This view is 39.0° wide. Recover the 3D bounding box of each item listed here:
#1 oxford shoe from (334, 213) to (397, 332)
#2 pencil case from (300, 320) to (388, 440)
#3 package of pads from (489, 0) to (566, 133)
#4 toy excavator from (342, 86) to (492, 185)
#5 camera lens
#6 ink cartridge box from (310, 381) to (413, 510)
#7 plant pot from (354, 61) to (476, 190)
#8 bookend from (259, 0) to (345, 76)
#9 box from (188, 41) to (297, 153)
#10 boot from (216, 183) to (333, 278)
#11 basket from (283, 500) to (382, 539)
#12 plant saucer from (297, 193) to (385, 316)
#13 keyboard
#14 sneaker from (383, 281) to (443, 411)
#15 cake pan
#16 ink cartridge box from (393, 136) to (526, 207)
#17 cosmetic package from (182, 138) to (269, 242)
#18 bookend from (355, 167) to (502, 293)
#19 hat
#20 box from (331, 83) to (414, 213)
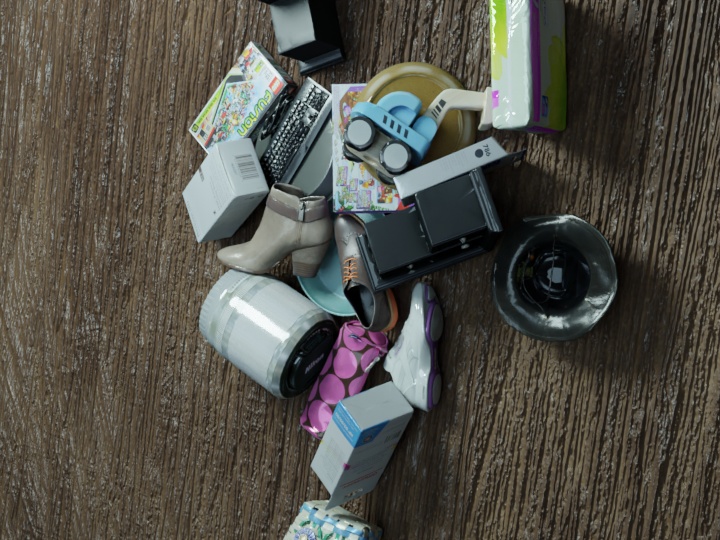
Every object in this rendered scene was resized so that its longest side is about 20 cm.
[{"bbox_3d":[0.000,0.000,1.609,0.070,0.072,0.203,-28,77,27],"label":"oxford shoe"},{"bbox_3d":[-0.026,0.185,1.664,0.093,0.090,0.203,36,112,33],"label":"pencil case"},{"bbox_3d":[0.243,-0.301,1.454,0.067,0.154,0.205,1,94,31],"label":"package of pads"},{"bbox_3d":[0.090,-0.223,1.520,0.193,0.100,0.202,32,83,2],"label":"toy excavator"},{"bbox_3d":[-0.150,0.102,1.689,0.198,0.159,0.162,32,107,24],"label":"camera lens"},{"bbox_3d":[-0.005,0.281,1.619,0.068,0.114,0.202,48,133,30],"label":"ink cartridge box"},{"bbox_3d":[0.082,-0.224,1.575,0.195,0.027,0.205,0,89,5],"label":"plant pot"},{"bbox_3d":[-0.123,-0.435,1.628,0.091,0.198,0.204,-13,87,26],"label":"bookend"},{"bbox_3d":[-0.207,-0.284,1.776,0.110,0.035,0.201,48,113,19],"label":"box"},{"bbox_3d":[-0.139,-0.069,1.665,0.196,0.071,0.149,7,116,6],"label":"boot"},{"bbox_3d":[-0.064,0.491,1.670,0.174,0.139,0.204,18,91,26],"label":"basket"},{"bbox_3d":[-0.020,-0.028,1.682,0.196,0.036,0.205,1,93,29],"label":"plant saucer"},{"bbox_3d":[-0.127,-0.224,1.674,0.104,0.039,0.202,39,104,32],"label":"keyboard"},{"bbox_3d":[0.079,0.119,1.610,0.098,0.074,0.205,4,95,28],"label":"sneaker"},{"bbox_3d":[-0.102,-0.198,1.699,0.197,0.036,0.205,-7,78,34],"label":"cake pan"},{"bbox_3d":[0.146,-0.151,1.507,0.196,0.099,0.040,-21,85,3],"label":"ink cartridge box"},{"bbox_3d":[-0.232,-0.133,1.726,0.200,0.073,0.103,-40,67,55],"label":"cosmetic package"},{"bbox_3d":[0.094,-0.053,1.478,0.195,0.200,0.094,-20,82,-1],"label":"bookend"},{"bbox_3d":[0.292,0.012,1.484,0.198,0.080,0.205,-2,86,36],"label":"hat"},{"bbox_3d":[0.023,-0.193,1.612,0.134,0.039,0.205,0,89,4],"label":"box"}]
